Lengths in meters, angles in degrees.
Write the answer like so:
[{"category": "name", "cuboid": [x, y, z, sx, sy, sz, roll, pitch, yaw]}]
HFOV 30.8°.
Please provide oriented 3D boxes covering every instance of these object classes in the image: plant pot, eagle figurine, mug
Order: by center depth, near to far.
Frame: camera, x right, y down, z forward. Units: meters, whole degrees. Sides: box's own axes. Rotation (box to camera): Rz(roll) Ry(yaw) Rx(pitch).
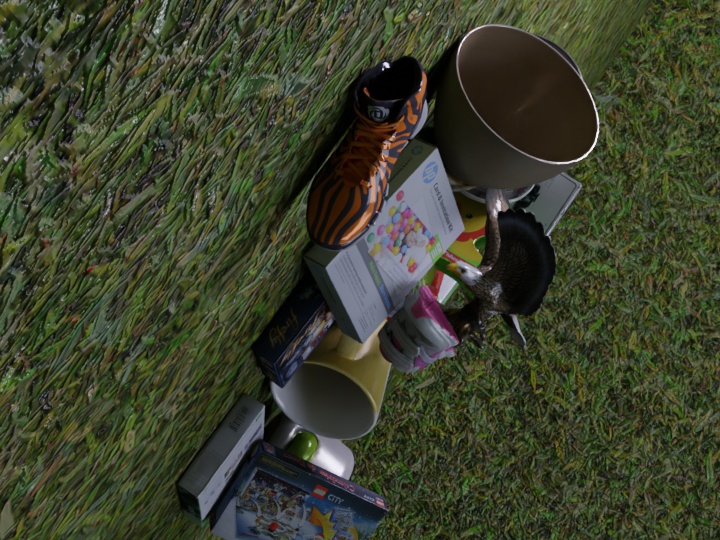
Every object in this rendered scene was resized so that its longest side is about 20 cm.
[{"category": "plant pot", "cuboid": [0.165, -0.175, 1.570, 0.134, 0.200, 0.200, -46, -178, 46]}, {"category": "eagle figurine", "cuboid": [0.171, -0.001, 1.637, 0.200, 0.152, 0.151, -58, 159, 14]}, {"category": "mug", "cuboid": [-0.011, 0.116, 1.736, 0.186, 0.149, 0.153, -25, -154, 41]}]

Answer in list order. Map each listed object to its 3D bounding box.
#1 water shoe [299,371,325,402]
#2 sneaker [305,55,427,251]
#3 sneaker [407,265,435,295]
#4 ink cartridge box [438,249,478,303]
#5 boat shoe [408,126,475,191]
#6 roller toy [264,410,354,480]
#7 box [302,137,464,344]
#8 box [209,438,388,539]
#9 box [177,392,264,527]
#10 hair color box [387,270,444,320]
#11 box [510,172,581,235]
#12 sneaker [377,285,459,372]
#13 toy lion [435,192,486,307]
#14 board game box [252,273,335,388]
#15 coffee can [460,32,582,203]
[{"category": "water shoe", "cuboid": [-0.062, 0.124, 1.851, 0.200, 0.071, 0.079, -41, 135, -56]}, {"category": "sneaker", "cuboid": [0.002, -0.121, 1.233, 0.112, 0.077, 0.200, 86, 27, -70]}, {"category": "sneaker", "cuboid": [0.031, -0.059, 1.640, 0.076, 0.105, 0.200, -33, 132, -27]}, {"category": "ink cartridge box", "cuboid": [0.102, 0.019, 2.190, 0.200, 0.104, 0.059, -52, 170, -30]}, {"category": "boat shoe", "cuboid": [0.093, -0.130, 1.668, 0.066, 0.074, 0.200, -20, 164, 18]}, {"category": "roller toy", "cuboid": [-0.101, 0.303, 1.864, 0.183, 0.140, 0.200, -51, -174, 7]}, {"category": "box", "cuboid": [0.032, -0.033, 1.532, 0.200, 0.041, 0.156, -48, 143, -20]}, {"category": "box", "cuboid": [-0.083, 0.327, 1.748, 0.137, 0.200, 0.038, -58, -162, 12]}, {"category": "box", "cuboid": [-0.179, 0.249, 1.694, 0.144, 0.036, 0.200, -54, 170, -21]}, {"category": "hair color box", "cuboid": [0.084, -0.009, 1.918, 0.102, 0.061, 0.200, -53, -167, 44]}, {"category": "box", "cuboid": [0.210, -0.131, 1.911, 0.117, 0.200, 0.060, -58, 172, 6]}, {"category": "sneaker", "cuboid": [0.067, 0.085, 1.626, 0.088, 0.081, 0.200, -27, 160, -5]}, {"category": "toy lion", "cuboid": [0.143, -0.053, 1.813, 0.192, 0.200, 0.069, -48, 166, -39]}, {"category": "board game box", "cuboid": [-0.051, 0.043, 1.589, 0.200, 0.035, 0.136, -52, 169, -13]}, {"category": "coffee can", "cuboid": [0.200, -0.202, 1.766, 0.146, 0.146, 0.200, -52, 171, -29]}]
